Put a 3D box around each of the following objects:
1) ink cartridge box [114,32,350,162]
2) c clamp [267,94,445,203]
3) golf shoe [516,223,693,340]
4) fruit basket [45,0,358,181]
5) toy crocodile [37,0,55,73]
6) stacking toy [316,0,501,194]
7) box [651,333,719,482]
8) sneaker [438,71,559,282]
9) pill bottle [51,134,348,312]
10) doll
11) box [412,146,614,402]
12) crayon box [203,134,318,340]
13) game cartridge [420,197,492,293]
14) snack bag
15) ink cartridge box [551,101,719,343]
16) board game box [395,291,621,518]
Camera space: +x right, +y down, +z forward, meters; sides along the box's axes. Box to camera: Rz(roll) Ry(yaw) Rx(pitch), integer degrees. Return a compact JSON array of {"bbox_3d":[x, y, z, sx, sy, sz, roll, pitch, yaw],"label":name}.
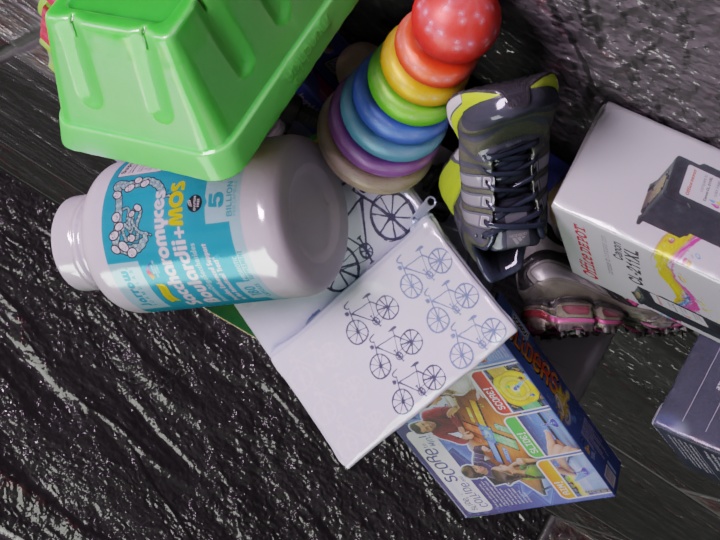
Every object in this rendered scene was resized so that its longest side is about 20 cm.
[{"bbox_3d":[-0.102,-0.129,1.267,0.199,0.042,0.119,-24,139,19],"label":"ink cartridge box"},{"bbox_3d":[-0.011,-0.084,1.239,0.199,0.027,0.171,27,149,-18],"label":"c clamp"},{"bbox_3d":[0.207,0.005,1.255,0.199,0.093,0.073,2,171,-28],"label":"golf shoe"},{"bbox_3d":[-0.088,-0.130,1.037,0.155,0.216,0.216,14,164,29],"label":"fruit basket"},{"bbox_3d":[-0.219,-0.214,1.315,0.068,0.062,0.200,44,143,13],"label":"toy crocodile"},{"bbox_3d":[0.034,-0.125,1.074,0.085,0.086,0.200,30,153,-2],"label":"stacking toy"},{"bbox_3d":[0.333,0.097,1.184,0.199,0.149,0.107,23,169,31],"label":"box"},{"bbox_3d":[0.095,-0.059,1.071,0.074,0.081,0.200,-14,159,-4],"label":"sneaker"},{"bbox_3d":[-0.117,-0.029,1.181,0.199,0.111,0.111,-7,152,29],"label":"pill bottle"},{"bbox_3d":[0.070,-0.107,1.209,0.200,0.049,0.136,33,174,13],"label":"doll"},{"bbox_3d":[0.112,0.028,1.405,0.199,0.172,0.199,29,170,8],"label":"box"},{"bbox_3d":[-0.041,-0.027,1.486,0.127,0.201,0.051,29,170,0],"label":"crayon box"},{"bbox_3d":[0.000,0.000,1.264,0.199,0.041,0.134,14,127,13],"label":"game cartridge"},{"bbox_3d":[-0.007,0.014,1.204,0.200,0.188,0.021,55,-148,9],"label":"snack bag"},{"bbox_3d":[0.234,-0.013,1.106,0.199,0.083,0.146,26,170,20],"label":"ink cartridge box"},{"bbox_3d":[0.090,0.106,1.262,0.135,0.035,0.200,-13,130,32],"label":"board game box"}]
